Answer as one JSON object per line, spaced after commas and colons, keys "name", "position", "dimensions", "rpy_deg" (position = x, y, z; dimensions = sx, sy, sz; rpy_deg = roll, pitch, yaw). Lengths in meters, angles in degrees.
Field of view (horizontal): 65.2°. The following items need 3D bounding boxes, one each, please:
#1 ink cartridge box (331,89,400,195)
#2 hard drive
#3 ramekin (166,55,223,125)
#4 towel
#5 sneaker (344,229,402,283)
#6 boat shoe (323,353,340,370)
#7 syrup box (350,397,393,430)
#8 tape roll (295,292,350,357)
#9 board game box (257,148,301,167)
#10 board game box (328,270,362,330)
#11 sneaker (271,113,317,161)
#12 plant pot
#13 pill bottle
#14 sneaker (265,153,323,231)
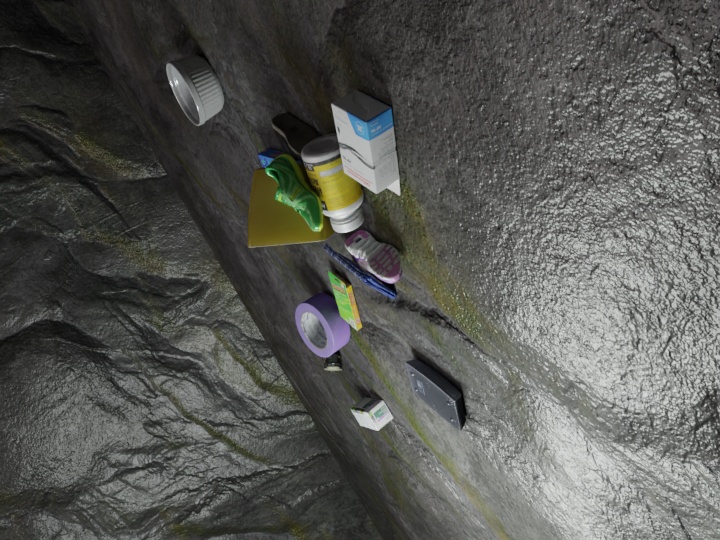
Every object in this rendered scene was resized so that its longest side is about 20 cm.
{"name": "ink cartridge box", "position": [0.014, -0.237, 1.124], "dimensions": [0.115, 0.067, 0.203], "rpy_deg": [39, 152, 39]}
{"name": "hard drive", "position": [0.204, 0.329, 1.519], "dimensions": [0.199, 0.042, 0.137], "rpy_deg": [33, 148, 47]}
{"name": "ramekin", "position": [-0.513, -0.572, 1.768], "dimensions": [0.200, 0.104, 0.203], "rpy_deg": [45, 155, 27]}
{"name": "towel", "position": [0.000, 0.000, 1.464], "dimensions": [0.199, 0.024, 0.144], "rpy_deg": [39, -175, 41]}
{"name": "sneaker", "position": [0.041, -0.020, 1.363], "dimensions": [0.200, 0.080, 0.090], "rpy_deg": [40, 161, 48]}
{"name": "boat shoe", "position": [-0.109, 0.366, 2.236], "dimensions": [0.202, 0.071, 0.065], "rpy_deg": [110, 160, -75]}
{"name": "syrup box", "position": [0.040, 0.534, 2.109], "dimensions": [0.083, 0.078, 0.199], "rpy_deg": [57, 159, -2]}
{"name": "tape roll", "position": [-0.131, 0.186, 1.929], "dimensions": [0.197, 0.084, 0.205], "rpy_deg": [28, 133, 35]}
{"name": "board game box", "position": [-0.212, -0.262, 1.614], "dimensions": [0.198, 0.044, 0.155], "rpy_deg": [25, 141, 53]}
{"name": "board game box", "position": [-0.049, 0.091, 1.767], "dimensions": [0.095, 0.030, 0.203], "rpy_deg": [36, 152, 42]}
{"name": "sneaker", "position": [-0.148, -0.303, 1.398], "dimensions": [0.201, 0.074, 0.108], "rpy_deg": [51, 165, 40]}
{"name": "plant pot", "position": [-0.171, -0.171, 1.398], "dimensions": [0.200, 0.194, 0.182], "rpy_deg": [-53, -43, -74]}
{"name": "pill bottle", "position": [-0.055, -0.194, 1.276], "dimensions": [0.110, 0.110, 0.204], "rpy_deg": [28, 145, 50]}
{"name": "sneaker", "position": [-0.147, -0.163, 1.258], "dimensions": [0.202, 0.082, 0.074], "rpy_deg": [56, 157, 15]}
